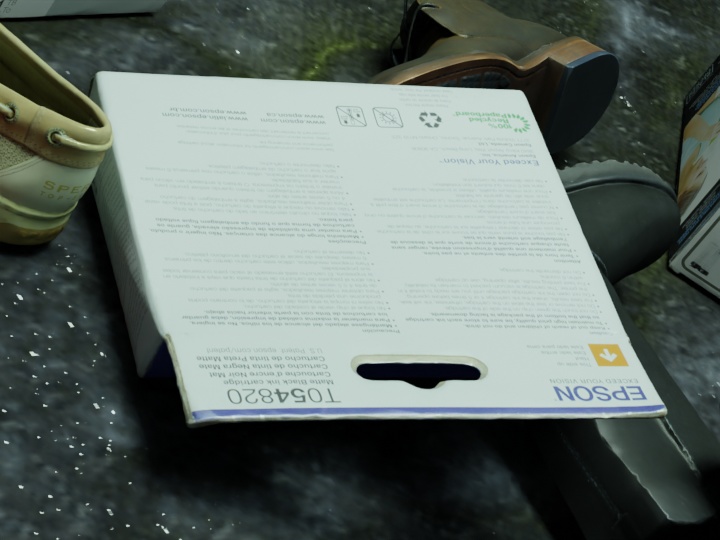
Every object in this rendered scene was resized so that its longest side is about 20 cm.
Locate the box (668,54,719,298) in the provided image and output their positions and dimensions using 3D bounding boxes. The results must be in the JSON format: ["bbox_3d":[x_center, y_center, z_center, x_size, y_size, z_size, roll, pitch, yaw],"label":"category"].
[{"bbox_3d":[0.233,-0.041,1.318,0.117,0.060,0.200,33,31,-8],"label":"box"}]

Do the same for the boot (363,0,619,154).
[{"bbox_3d":[0.035,-0.094,1.191,0.097,0.075,0.200,33,25,28],"label":"boot"}]

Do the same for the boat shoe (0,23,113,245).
[{"bbox_3d":[-0.174,-0.099,0.960,0.201,0.063,0.073,49,32,18],"label":"boat shoe"}]

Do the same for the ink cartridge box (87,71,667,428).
[{"bbox_3d":[0.000,0.000,0.982,0.199,0.041,0.200,1,43,-20],"label":"ink cartridge box"}]

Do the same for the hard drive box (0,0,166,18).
[{"bbox_3d":[-0.178,-0.208,1.090,0.156,0.077,0.200,-9,53,-51],"label":"hard drive box"}]

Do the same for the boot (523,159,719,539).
[{"bbox_3d":[0.124,0.042,1.080,0.165,0.066,0.200,-4,47,-38],"label":"boot"}]
